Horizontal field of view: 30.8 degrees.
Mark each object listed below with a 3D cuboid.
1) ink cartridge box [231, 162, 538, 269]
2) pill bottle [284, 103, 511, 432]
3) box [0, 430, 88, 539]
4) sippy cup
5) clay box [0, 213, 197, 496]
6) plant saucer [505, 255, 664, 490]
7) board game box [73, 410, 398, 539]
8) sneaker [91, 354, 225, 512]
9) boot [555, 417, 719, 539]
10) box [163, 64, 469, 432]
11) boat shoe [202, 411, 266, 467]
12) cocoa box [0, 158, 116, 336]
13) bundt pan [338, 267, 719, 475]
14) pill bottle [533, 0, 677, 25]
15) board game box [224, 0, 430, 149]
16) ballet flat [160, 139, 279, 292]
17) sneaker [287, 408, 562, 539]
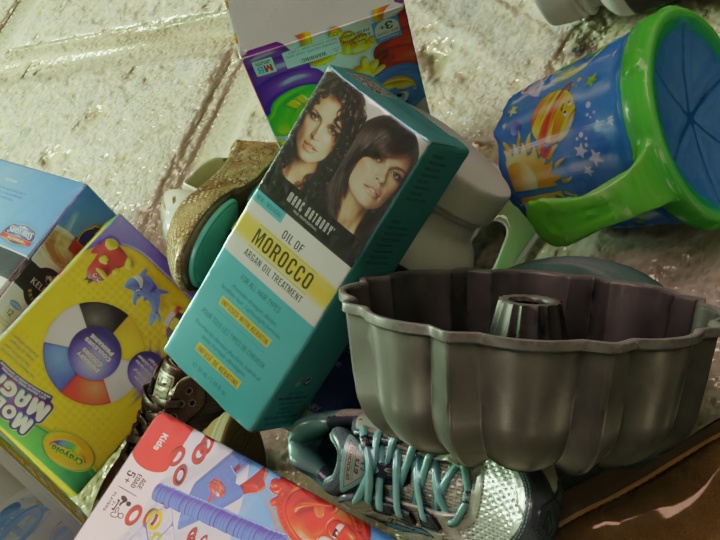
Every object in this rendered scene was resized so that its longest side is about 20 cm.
[{"bbox_3d":[0.027,-0.033,0.944,0.200,0.048,0.146,30,73,23],"label":"ink cartridge box"},{"bbox_3d":[0.000,0.000,0.831,0.200,0.116,0.116,-54,37,19],"label":"pill bottle"},{"bbox_3d":[-0.244,0.157,0.800,0.112,0.200,0.101,-43,39,-13],"label":"box"},{"bbox_3d":[0.162,-0.083,0.834,0.130,0.178,0.140,-14,80,40],"label":"sippy cup"},{"bbox_3d":[-0.202,0.070,0.942,0.200,0.115,0.048,-52,14,-24],"label":"clay box"},{"bbox_3d":[0.105,0.065,0.796,0.199,0.036,0.200,-17,48,20],"label":"plant saucer"},{"bbox_3d":[-0.081,0.211,0.731,0.195,0.056,0.200,25,68,17],"label":"board game box"},{"bbox_3d":[-0.131,0.098,0.915,0.070,0.076,0.200,23,69,45],"label":"sneaker"},{"bbox_3d":[0.190,0.119,0.688,0.200,0.074,0.076,-30,68,8],"label":"boot"},{"bbox_3d":[-0.028,-0.010,0.752,0.082,0.049,0.200,39,108,25],"label":"box"},{"bbox_3d":[-0.109,0.180,0.828,0.062,0.073,0.200,-7,51,27],"label":"boat shoe"},{"bbox_3d":[-0.274,0.001,1.061,0.200,0.133,0.131,16,64,44],"label":"cocoa box"},{"bbox_3d":[0.087,0.051,0.679,0.201,0.202,0.076,9,102,41],"label":"bundt pan"},{"bbox_3d":[0.221,-0.252,0.946,0.199,0.113,0.113,-14,47,27],"label":"pill bottle"},{"bbox_3d":[-0.016,-0.132,0.864,0.105,0.200,0.103,-18,61,3],"label":"board game box"},{"bbox_3d":[-0.114,-0.045,0.995,0.065,0.071,0.200,17,29,13],"label":"ballet flat"},{"bbox_3d":[0.027,0.119,0.713,0.200,0.086,0.078,4,79,58],"label":"sneaker"}]
